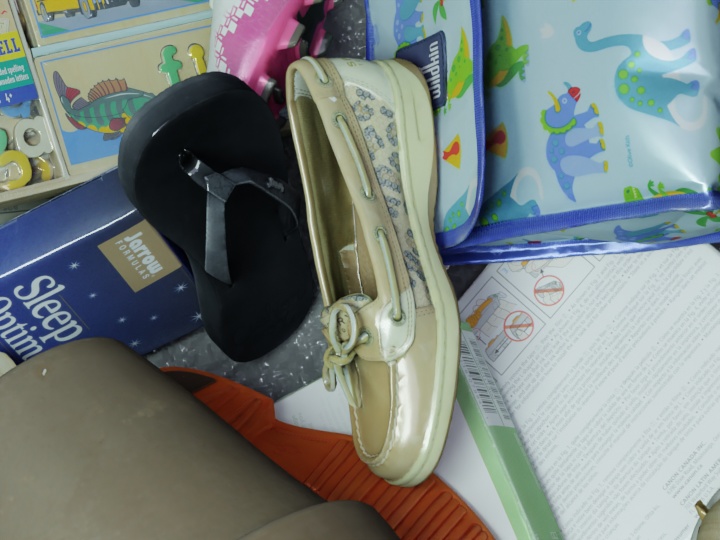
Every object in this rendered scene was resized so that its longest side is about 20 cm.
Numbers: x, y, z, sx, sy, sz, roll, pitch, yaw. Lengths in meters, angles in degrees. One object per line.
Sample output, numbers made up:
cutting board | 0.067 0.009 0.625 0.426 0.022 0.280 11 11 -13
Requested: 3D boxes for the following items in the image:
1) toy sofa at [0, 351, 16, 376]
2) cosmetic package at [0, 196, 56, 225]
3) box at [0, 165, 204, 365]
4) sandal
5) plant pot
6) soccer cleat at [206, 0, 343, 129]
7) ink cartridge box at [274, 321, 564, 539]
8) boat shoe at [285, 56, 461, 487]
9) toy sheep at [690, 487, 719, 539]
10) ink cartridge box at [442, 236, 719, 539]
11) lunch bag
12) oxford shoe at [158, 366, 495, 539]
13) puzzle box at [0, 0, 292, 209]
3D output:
toy sofa | -0.163 0.145 1.169 0.200 0.098 0.083 52 137 -3
cosmetic package | -0.222 -0.105 1.207 0.073 0.103 0.201 -21 85 21
box | -0.148 0.015 1.195 0.199 0.121 0.033 -27 60 3
sandal | -0.054 -0.022 1.154 0.076 0.200 0.043 -41 57 -11
plant pot | -0.098 0.130 1.066 0.200 0.200 0.175 -41 70 3
soccer cleat | -0.046 -0.155 1.194 0.086 0.070 0.201 19 77 12
ink cartridge box | -0.011 0.130 1.202 0.199 0.048 0.146 -29 75 18
boat shoe | 0.000 0.000 1.140 0.062 0.073 0.201 3 71 -29
toy sheep | 0.225 0.142 1.140 0.199 0.138 0.139 25 91 -38
ink cartridge box | 0.116 0.045 1.219 0.200 0.050 0.161 42 92 23
lunch bag | 0.089 -0.093 1.174 0.199 0.127 0.171 -6 80 31
oxford shoe | -0.023 0.116 1.159 0.199 0.071 0.073 27 121 19
puzzle box | -0.116 -0.112 1.188 0.199 0.025 0.134 -17 87 -32
